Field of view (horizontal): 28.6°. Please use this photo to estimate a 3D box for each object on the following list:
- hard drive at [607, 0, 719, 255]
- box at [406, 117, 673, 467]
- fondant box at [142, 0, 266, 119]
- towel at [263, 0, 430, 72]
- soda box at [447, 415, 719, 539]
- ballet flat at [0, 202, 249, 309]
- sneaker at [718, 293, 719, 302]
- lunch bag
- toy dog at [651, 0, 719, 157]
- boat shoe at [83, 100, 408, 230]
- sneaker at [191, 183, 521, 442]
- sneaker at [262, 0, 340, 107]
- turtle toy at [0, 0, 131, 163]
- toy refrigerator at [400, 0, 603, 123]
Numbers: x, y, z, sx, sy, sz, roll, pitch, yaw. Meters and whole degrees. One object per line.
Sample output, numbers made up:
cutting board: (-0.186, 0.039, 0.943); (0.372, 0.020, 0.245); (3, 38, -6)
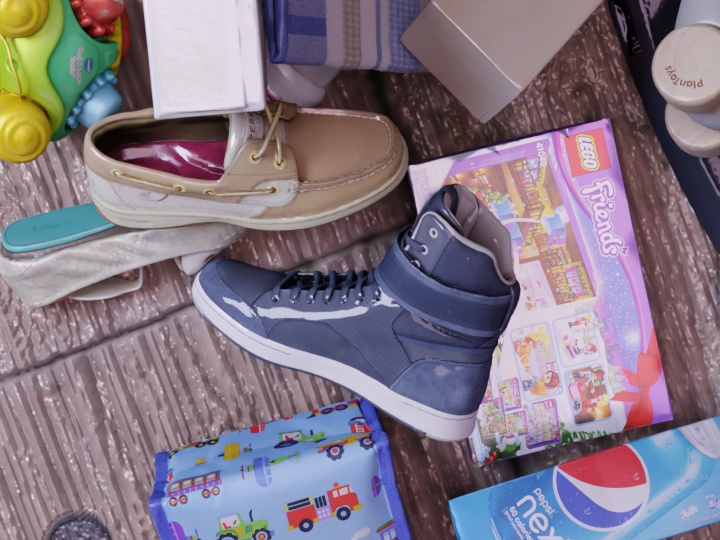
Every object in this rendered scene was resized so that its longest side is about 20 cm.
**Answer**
hard drive: (0.253, -0.122, 0.913); (0.134, 0.042, 0.202); (-25, 94, 1)
box: (0.116, 0.014, 0.922); (0.135, 0.039, 0.203); (-13, 94, 1)
fondant box: (-0.082, -0.162, 0.751); (0.057, 0.200, 0.146); (-5, 100, -4)
towel: (0.003, -0.193, 0.843); (0.024, 0.199, 0.149); (1, 96, 35)
soda box: (0.159, 0.150, 0.911); (0.198, 0.068, 0.065); (-18, 78, 0)
ballet flat: (-0.135, -0.022, 0.914); (0.197, 0.068, 0.063); (-13, 124, 3)
sneaker: (0.269, 0.009, 0.881); (0.081, 0.074, 0.202); (-4, 116, 2)
lunch bag: (-0.036, 0.204, 0.909); (0.149, 0.094, 0.202); (-14, 103, -2)
toy dog: (0.239, -0.162, 0.837); (0.095, 0.132, 0.203); (13, 103, 22)
boat shoe: (-0.070, -0.068, 0.846); (0.197, 0.067, 0.075); (-8, 60, 0)
sneaker: (0.001, 0.000, 0.870); (0.200, 0.077, 0.148); (23, 118, 8)
sneaker: (-0.072, -0.194, 0.890); (0.088, 0.081, 0.200); (-40, 102, 0)
turtle toy: (-0.189, -0.164, 0.849); (0.100, 0.146, 0.202); (-7, 120, -25)
toy refrigerator: (0.118, -0.190, 0.865); (0.076, 0.070, 0.200); (43, 70, -4)
